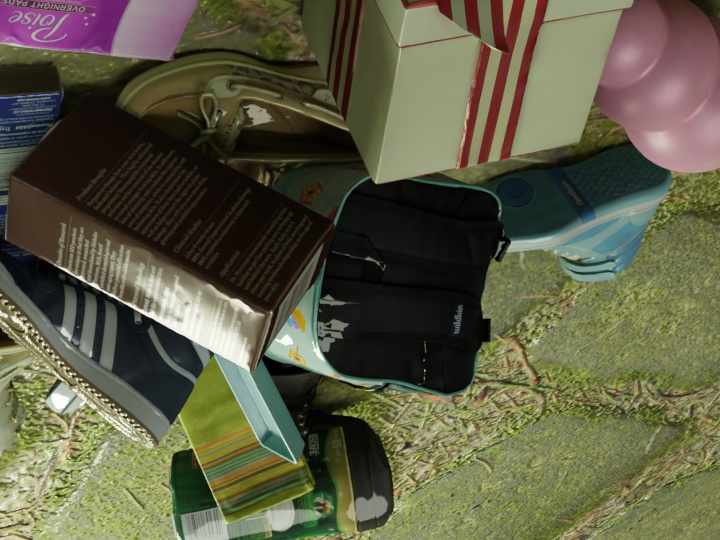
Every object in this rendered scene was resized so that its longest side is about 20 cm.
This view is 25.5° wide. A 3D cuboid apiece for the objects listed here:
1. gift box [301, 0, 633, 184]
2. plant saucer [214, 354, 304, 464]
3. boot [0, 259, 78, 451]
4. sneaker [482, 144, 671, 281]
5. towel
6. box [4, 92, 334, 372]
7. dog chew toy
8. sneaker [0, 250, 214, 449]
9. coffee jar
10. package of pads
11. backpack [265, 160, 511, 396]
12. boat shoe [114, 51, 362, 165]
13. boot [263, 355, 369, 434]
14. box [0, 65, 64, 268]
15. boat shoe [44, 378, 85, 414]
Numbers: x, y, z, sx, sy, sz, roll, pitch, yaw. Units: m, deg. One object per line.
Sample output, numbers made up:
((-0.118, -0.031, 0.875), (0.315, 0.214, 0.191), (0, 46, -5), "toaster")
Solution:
((0.076, -0.178, 1.028), (0.183, 0.201, 0.188), (-17, 145, -20), "gift box")
((-0.099, 0.056, 1.217), (0.019, 0.070, 0.201), (-32, 111, -20), "plant saucer")
((-0.286, 0.077, 1.264), (0.199, 0.072, 0.155), (-26, 151, -8), "boot")
((0.175, -0.028, 1.403), (0.198, 0.080, 0.131), (-14, 144, -14), "sneaker")
((-0.114, 0.113, 1.347), (0.085, 0.202, 0.018), (-24, -168, -2), "towel")
((-0.130, -0.027, 1.075), (0.100, 0.199, 0.075), (-55, 172, -42), "box")
((0.231, -0.156, 1.229), (0.199, 0.125, 0.124), (26, 123, -40), "dog chew toy")
((-0.194, 0.027, 1.173), (0.109, 0.200, 0.070), (-52, -162, -21), "sneaker")
((-0.070, 0.196, 1.429), (0.198, 0.104, 0.086), (-8, 105, -3), "coffee jar")
((-0.184, -0.192, 0.947), (0.198, 0.076, 0.121), (1, 138, -33), "package of pads")
((0.000, 0.000, 1.220), (0.199, 0.152, 0.178), (6, 99, -54), "backpack")
((-0.077, -0.110, 1.141), (0.198, 0.063, 0.074), (-5, 143, -26), "boat shoe")
((-0.056, 0.127, 1.480), (0.198, 0.070, 0.175), (-3, 142, -26), "boot")
((-0.279, -0.058, 1.113), (0.120, 0.033, 0.201), (-7, 141, -24), "box")
((-0.164, 0.059, 1.279), (0.086, 0.075, 0.202), (42, 102, -12), "boat shoe")
